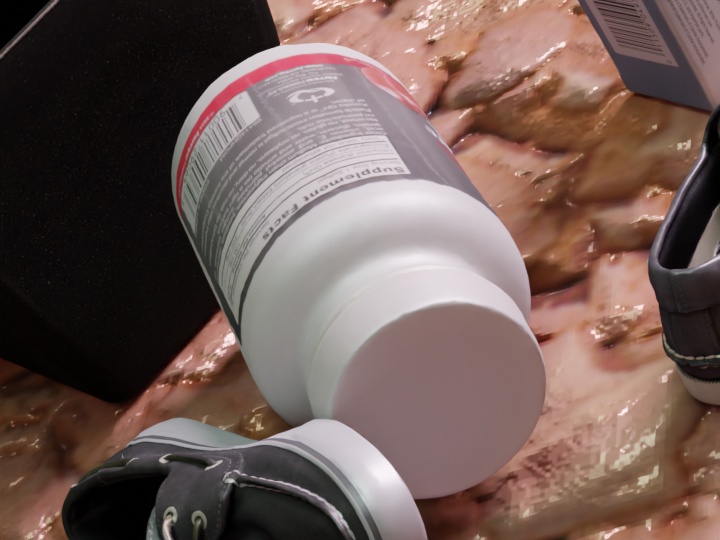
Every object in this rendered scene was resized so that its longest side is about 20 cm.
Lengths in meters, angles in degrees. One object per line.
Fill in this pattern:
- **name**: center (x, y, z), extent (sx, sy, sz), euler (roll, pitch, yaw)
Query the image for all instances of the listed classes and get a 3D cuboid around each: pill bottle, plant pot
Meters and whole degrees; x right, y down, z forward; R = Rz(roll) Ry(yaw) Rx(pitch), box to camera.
- **pill bottle**: center (0.000, 0.000, 0.965), extent (0.111, 0.111, 0.200), euler (-33, 33, 2)
- **plant pot**: center (-0.142, -0.059, 1.106), extent (0.200, 0.178, 0.200), euler (-48, 36, -20)

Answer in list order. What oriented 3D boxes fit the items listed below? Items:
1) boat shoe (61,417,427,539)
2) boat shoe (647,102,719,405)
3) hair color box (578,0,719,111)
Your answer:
- **boat shoe**: center (-0.050, 0.091, 0.902), extent (0.066, 0.070, 0.200), euler (-27, 18, -27)
- **boat shoe**: center (0.160, -0.044, 0.924), extent (0.072, 0.063, 0.200), euler (-2, 45, 40)
- **hair color box**: center (0.171, -0.171, 1.045), extent (0.200, 0.099, 0.061), euler (-45, 34, -17)
